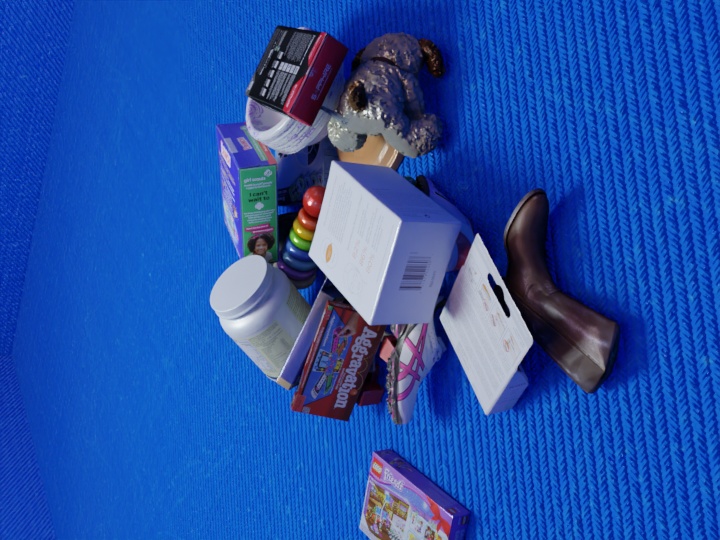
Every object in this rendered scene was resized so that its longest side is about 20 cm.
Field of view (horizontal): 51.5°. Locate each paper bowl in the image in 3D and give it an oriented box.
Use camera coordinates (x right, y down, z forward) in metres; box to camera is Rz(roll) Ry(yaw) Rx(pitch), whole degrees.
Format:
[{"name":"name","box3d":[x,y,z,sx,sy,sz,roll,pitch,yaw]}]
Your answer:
[{"name":"paper bowl","box3d":[-0.101,-0.295,1.267,0.198,0.103,0.206,-26,52,39]}]

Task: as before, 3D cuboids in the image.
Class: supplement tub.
[{"name":"supplement tub","box3d":[-0.160,0.087,1.323,0.142,0.201,0.147,-22,38,19]}]

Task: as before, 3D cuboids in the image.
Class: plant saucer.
[{"name":"plant saucer","box3d":[0.013,-0.248,1.261,0.198,0.032,0.207,-3,86,54]}]

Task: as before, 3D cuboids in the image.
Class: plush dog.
[{"name":"plush dog","box3d":[0.035,-0.286,1.133,0.195,0.161,0.175,8,65,28]}]

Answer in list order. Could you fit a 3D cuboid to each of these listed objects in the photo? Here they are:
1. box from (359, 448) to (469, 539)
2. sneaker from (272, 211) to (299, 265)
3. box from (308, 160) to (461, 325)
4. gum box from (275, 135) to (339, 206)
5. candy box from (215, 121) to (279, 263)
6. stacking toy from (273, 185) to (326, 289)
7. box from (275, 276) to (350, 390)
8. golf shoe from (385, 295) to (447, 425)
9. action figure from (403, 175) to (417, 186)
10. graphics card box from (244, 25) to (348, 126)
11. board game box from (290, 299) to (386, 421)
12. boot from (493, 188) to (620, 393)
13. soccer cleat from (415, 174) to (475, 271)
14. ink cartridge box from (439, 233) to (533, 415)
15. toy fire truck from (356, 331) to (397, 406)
[{"name":"box","box3d":[0.078,0.387,1.154,0.198,0.038,0.141,27,111,50]},{"name":"sneaker","box3d":[-0.148,-0.050,1.453,0.200,0.074,0.093,-40,65,56]},{"name":"box","box3d":[0.028,-0.042,1.044,0.200,0.104,0.156,46,127,48]},{"name":"gum box","box3d":[-0.101,-0.231,1.403,0.168,0.044,0.207,-4,85,52]},{"name":"candy box","box3d":[-0.202,-0.139,1.344,0.170,0.075,0.204,-122,26,-48]},{"name":"stacking toy","box3d":[-0.096,-0.063,1.338,0.086,0.083,0.203,58,141,35]},{"name":"box","box3d":[-0.064,0.093,1.226,0.032,0.121,0.204,28,101,14]},{"name":"golf shoe","box3d":[0.084,0.129,1.107,0.073,0.089,0.206,-152,68,-87]},{"name":"action figure","box3d":[0.032,-0.077,1.175,0.201,0.053,0.120,-53,48,45]},{"name":"graphics card box","box3d":[-0.102,-0.301,1.140,0.199,0.050,0.128,34,99,55]},{"name":"board game box","box3d":[-0.035,0.147,1.180,0.020,0.100,0.204,-109,35,-60]},{"name":"boot","box3d":[0.251,0.024,0.908,0.200,0.063,0.191,46,137,47]},{"name":"soccer cleat","box3d":[0.124,-0.070,1.092,0.202,0.071,0.070,-109,25,-50]},{"name":"ink cartridge box","box3d":[0.174,0.071,0.971,0.202,0.049,0.164,107,146,-53]},{"name":"toy fire truck","box3d":[0.007,0.144,1.247,0.199,0.048,0.145,38,119,48]}]
